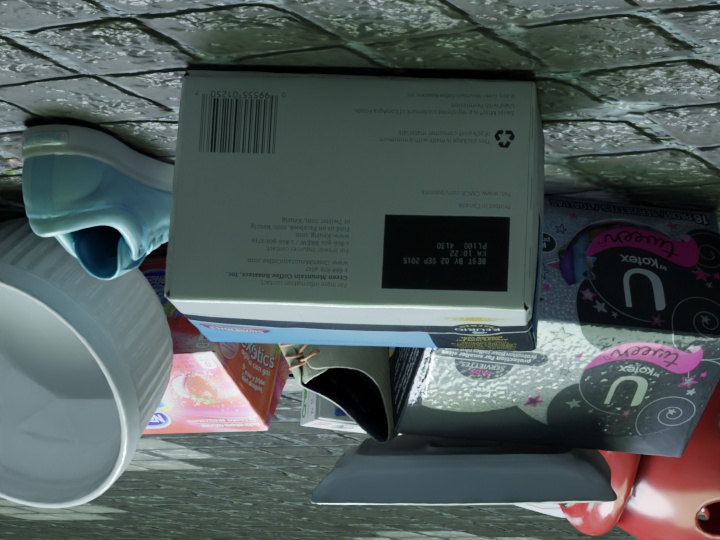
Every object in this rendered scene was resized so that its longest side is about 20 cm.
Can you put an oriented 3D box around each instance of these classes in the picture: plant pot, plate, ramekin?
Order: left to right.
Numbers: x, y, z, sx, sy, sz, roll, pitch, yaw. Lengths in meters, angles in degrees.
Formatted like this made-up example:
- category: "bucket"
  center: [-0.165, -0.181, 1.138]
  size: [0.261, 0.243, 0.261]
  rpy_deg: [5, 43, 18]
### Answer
- category: "ramekin"
  center: [-0.227, 0.058, 1.758]
  size: [0.200, 0.201, 0.105]
  rpy_deg: [-4, -150, 31]
- category: "plate"
  center: [0.072, 0.132, 1.689]
  size: [0.199, 0.032, 0.200]
  rpy_deg: [0, -178, 4]
- category: "plant pot"
  center: [0.247, 0.120, 1.891]
  size: [0.182, 0.201, 0.200]
  rpy_deg: [6, 168, -13]

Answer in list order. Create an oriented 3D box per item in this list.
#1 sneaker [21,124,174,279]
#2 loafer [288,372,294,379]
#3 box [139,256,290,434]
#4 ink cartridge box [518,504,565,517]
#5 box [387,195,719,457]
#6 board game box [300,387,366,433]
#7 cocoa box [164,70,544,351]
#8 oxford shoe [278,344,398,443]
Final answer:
- category: "sneaker"
  center: [-0.154, -0.030, 1.572]
  size: [0.074, 0.082, 0.200]
  rpy_deg: [-3, 167, 30]
- category: "loafer"
  center: [-0.012, 0.042, 1.956]
  size: [0.199, 0.072, 0.063]
  rpy_deg: [1, 151, -25]
- category: "box"
  center: [-0.155, 0.056, 1.871]
  size: [0.199, 0.103, 0.095]
  rpy_deg: [-5, 137, 30]
- category: "ink cartridge box"
  center: [0.158, 0.120, 2.053]
  size: [0.084, 0.145, 0.200]
  rpy_deg: [-5, 166, 29]
- category: "box"
  center: [0.128, 0.034, 1.621]
  size: [0.199, 0.115, 0.132]
  rpy_deg: [5, 138, -11]
- category: "board game box"
  center: [0.055, 0.062, 1.847]
  size: [0.199, 0.127, 0.035]
  rpy_deg: [9, 167, -23]
- category: "cocoa box"
  center: [0.002, -0.030, 1.403]
  size: [0.199, 0.134, 0.131]
  rpy_deg: [2, 169, 7]
- category: "oxford shoe"
  center: [-0.030, 0.033, 1.680]
  size: [0.200, 0.074, 0.071]
  rpy_deg: [42, 137, -12]
